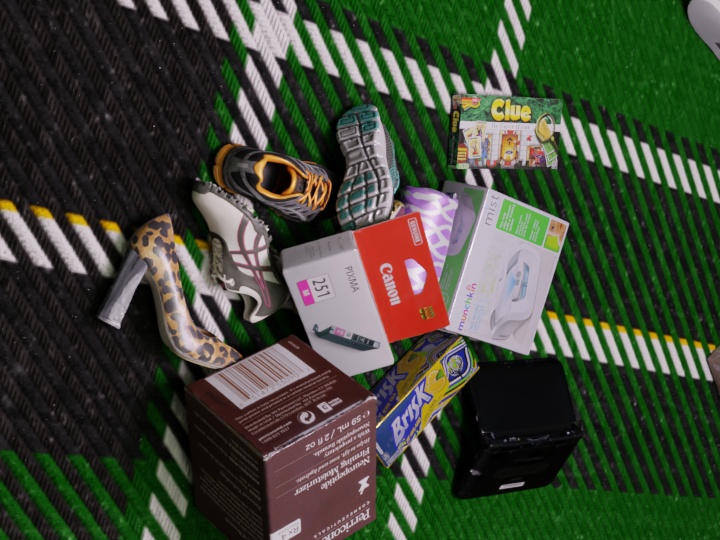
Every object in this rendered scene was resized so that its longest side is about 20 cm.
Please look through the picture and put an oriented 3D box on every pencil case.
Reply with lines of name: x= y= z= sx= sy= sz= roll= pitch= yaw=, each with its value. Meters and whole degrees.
pencil case: x=0.067 y=-0.017 z=1.560 sx=0.084 sy=0.085 sz=0.200 roll=17 pitch=87 yaw=-45

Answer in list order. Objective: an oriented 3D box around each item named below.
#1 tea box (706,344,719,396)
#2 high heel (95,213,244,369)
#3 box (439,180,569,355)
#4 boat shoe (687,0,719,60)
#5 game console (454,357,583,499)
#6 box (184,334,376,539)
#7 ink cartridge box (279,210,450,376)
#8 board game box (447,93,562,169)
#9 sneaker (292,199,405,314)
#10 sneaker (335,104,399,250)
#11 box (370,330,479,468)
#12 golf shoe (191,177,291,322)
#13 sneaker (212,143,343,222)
tea box: x=0.749 y=0.164 z=2.042 sx=0.197 sy=0.200 sz=0.134 roll=-38 pitch=120 yaw=-24
high heel: x=-0.193 y=0.029 z=1.379 sx=0.200 sy=0.071 sz=0.143 roll=28 pitch=84 yaw=-31
box: x=0.174 y=-0.003 z=1.639 sx=0.176 sy=0.097 sz=0.200 roll=20 pitch=87 yaw=-40
boat shoe: x=0.590 y=-0.395 z=1.902 sx=0.200 sy=0.071 sz=0.064 roll=39 pitch=76 yaw=-44
game console: x=0.224 y=0.237 z=1.771 sx=0.200 sy=0.116 sz=0.176 roll=0 pitch=129 yaw=-37
box: x=-0.092 y=0.218 z=1.401 sx=0.166 sy=0.164 sz=0.200 roll=-26 pitch=131 yaw=-33
ink cartridge box: x=0.012 y=0.036 z=1.440 sx=0.174 sy=0.044 sz=0.200 roll=-16 pitch=130 yaw=3
board game box: x=0.208 y=-0.196 z=1.674 sx=0.200 sy=0.023 sz=0.105 roll=-4 pitch=99 yaw=-37
sneaker: x=0.000 y=0.000 z=1.524 sx=0.200 sy=0.075 sz=0.090 roll=-50 pitch=123 yaw=-9
sneaker: x=0.020 y=-0.109 z=1.478 sx=0.091 sy=0.078 sz=0.200 roll=42 pitch=42 yaw=-51
box: x=0.067 y=0.171 z=1.605 sx=0.200 sy=0.070 sz=0.064 roll=-45 pitch=121 yaw=-22
golf shoe: x=-0.146 y=-0.022 z=1.406 sx=0.088 sy=0.077 sz=0.200 roll=-45 pitch=122 yaw=-13
sneaker: x=-0.082 y=-0.101 z=1.437 sx=0.200 sy=0.077 sz=0.078 roll=11 pitch=90 yaw=-40
